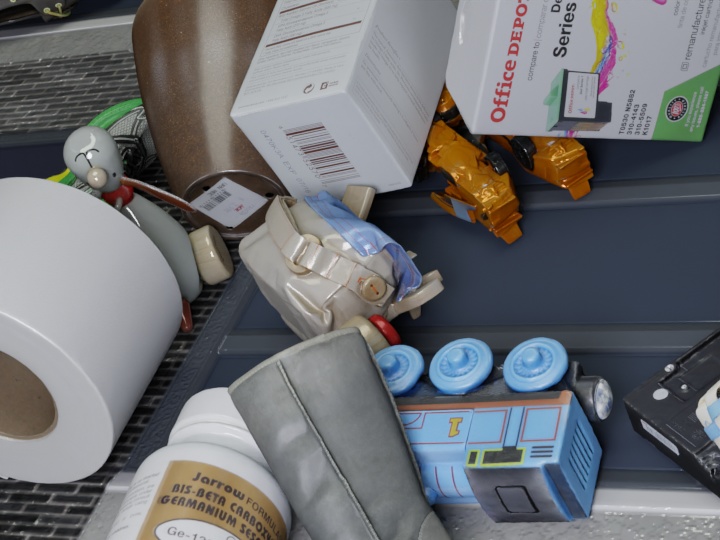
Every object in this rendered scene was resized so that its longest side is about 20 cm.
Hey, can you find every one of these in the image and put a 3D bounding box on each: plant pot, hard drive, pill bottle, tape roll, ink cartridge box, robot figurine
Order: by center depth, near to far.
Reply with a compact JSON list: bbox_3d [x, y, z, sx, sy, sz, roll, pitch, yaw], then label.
[{"bbox_3d":[0.291,0.071,1.146,0.200,0.038,0.140,-35,37,-13],"label":"hard drive"},{"bbox_3d":[-0.109,0.180,1.175,0.114,0.115,0.200,-6,39,24],"label":"pill bottle"},{"bbox_3d":[-0.255,0.047,1.358,0.202,0.203,0.139,-3,41,28],"label":"tape roll"},{"bbox_3d":[0.180,-0.184,1.379,0.199,0.145,0.084,0,34,-13],"label":"ink cartridge box"},{"bbox_3d":[0.099,-0.102,1.462,0.145,0.058,0.200,-32,37,-10],"label":"robot figurine"},{"bbox_3d":[-0.112,-0.133,1.544,0.186,0.187,0.201,-14,51,14],"label":"plant pot"}]

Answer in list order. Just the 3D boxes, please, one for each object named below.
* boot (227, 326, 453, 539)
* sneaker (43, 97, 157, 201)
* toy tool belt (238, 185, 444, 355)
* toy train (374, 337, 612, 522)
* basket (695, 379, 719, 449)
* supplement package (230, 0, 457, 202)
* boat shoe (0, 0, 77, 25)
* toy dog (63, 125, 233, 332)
[{"bbox_3d":[-0.032,0.155,1.115,0.181,0.073,0.201,-26,78,-19],"label":"boot"},{"bbox_3d":[-0.233,-0.077,1.624,0.085,0.078,0.200,21,64,37],"label":"sneaker"},{"bbox_3d":[0.000,0.000,1.335,0.123,0.125,0.200,-39,35,-9],"label":"toy tool belt"},{"bbox_3d":[0.071,0.110,1.188,0.199,0.087,0.115,-4,46,26],"label":"toy train"},{"bbox_3d":[0.310,0.103,1.001,0.176,0.139,0.200,-37,74,-19],"label":"basket"},{"bbox_3d":[-0.007,-0.171,1.467,0.117,0.117,0.201,-10,45,33],"label":"supplement package"},{"bbox_3d":[-0.364,-0.313,2.005,0.200,0.061,0.072,-6,-6,12],"label":"boat shoe"},{"bbox_3d":[-0.179,-0.020,1.429,0.132,0.200,0.097,-42,42,19],"label":"toy dog"}]
